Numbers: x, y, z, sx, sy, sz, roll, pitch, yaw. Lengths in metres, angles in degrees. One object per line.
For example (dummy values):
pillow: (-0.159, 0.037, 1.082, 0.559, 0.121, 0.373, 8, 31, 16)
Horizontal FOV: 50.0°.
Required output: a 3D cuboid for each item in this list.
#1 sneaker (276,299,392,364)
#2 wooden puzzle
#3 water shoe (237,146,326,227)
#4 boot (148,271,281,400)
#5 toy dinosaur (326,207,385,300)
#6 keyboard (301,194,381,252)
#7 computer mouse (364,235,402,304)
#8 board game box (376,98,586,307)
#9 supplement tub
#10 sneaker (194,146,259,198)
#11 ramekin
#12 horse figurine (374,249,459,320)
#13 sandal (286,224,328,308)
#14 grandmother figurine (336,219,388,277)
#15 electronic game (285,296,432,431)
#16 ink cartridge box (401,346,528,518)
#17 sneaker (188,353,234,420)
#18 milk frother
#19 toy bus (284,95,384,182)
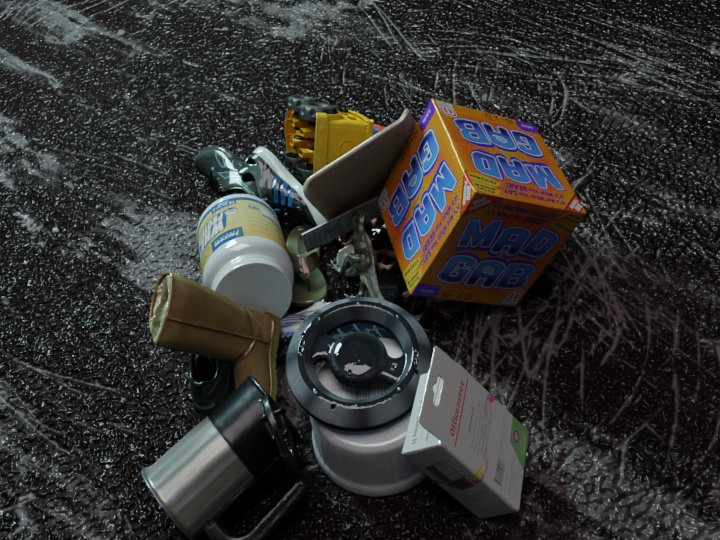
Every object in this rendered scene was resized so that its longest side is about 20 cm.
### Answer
sneaker: (-0.045, 0.080, 1.181, 0.194, 0.078, 0.086, -6, 42, 5)
wooden puzzle: (0.013, -0.155, 1.206, 0.198, 0.185, 0.038, -36, 68, 5)
water shoe: (-0.135, -0.124, 1.349, 0.079, 0.072, 0.200, -41, 72, -5)
boot: (-0.205, 0.115, 1.074, 0.065, 0.198, 0.180, -16, 63, 38)
toy dinosaur: (0.000, 0.000, 1.184, 0.088, 0.047, 0.204, -36, 61, 34)
keyboard: (-0.004, -0.087, 1.250, 0.196, 0.057, 0.011, -27, 68, -8)
computer mouse: (0.048, 0.008, 1.262, 0.057, 0.035, 0.202, 1, 42, 17)
board game box: (0.170, -0.096, 1.152, 0.195, 0.202, 0.203, 7, 45, -27)
supplement tub: (-0.183, -0.015, 1.225, 0.141, 0.147, 0.201, -17, 36, -6)
sneaker: (-0.245, -0.170, 1.437, 0.197, 0.076, 0.080, 22, 57, 28)
ramekin: (0.022, 0.189, 1.049, 0.195, 0.099, 0.204, -5, 46, 6)
horse figurine: (0.095, 0.001, 1.217, 0.131, 0.050, 0.201, -23, 61, -32)
sandal: (-0.099, -0.014, 1.284, 0.078, 0.058, 0.204, -8, 44, -2)
grandmother figurine: (0.001, -0.075, 1.326, 0.118, 0.061, 0.203, -2, 50, 21)
electronic game: (-0.002, 0.119, 1.022, 0.194, 0.042, 0.204, -2, 52, 3)
ink cartridge box: (0.121, 0.200, 0.950, 0.067, 0.200, 0.119, -23, 33, 39)
sneaker: (-0.216, 0.126, 1.168, 0.073, 0.080, 0.203, -7, 45, 6)
milk frother: (-0.165, 0.239, 0.959, 0.187, 0.201, 0.180, -41, 61, -14)
toy bus: (-0.041, -0.249, 1.444, 0.187, 0.139, 0.200, -5, 23, -21)
